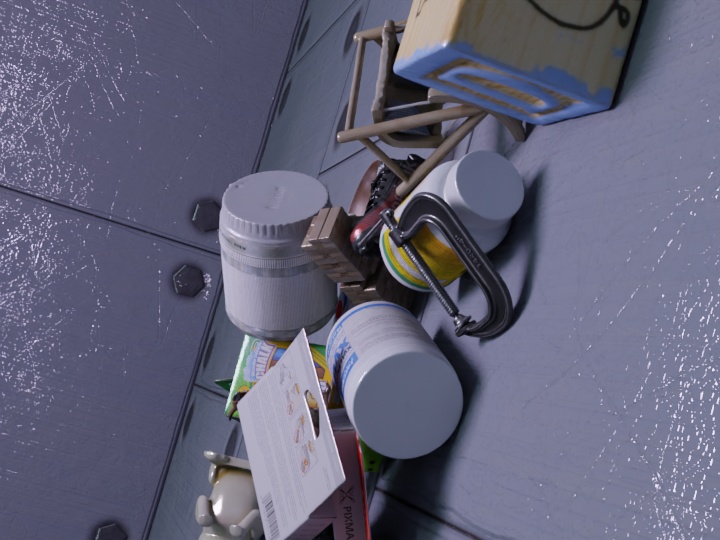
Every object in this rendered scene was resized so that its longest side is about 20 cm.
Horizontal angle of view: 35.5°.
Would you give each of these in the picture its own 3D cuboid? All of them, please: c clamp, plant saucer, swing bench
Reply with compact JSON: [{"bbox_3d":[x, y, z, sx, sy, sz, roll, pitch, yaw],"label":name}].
[{"bbox_3d":[0.088,-0.002,1.242,0.027,0.200,0.171,-28,-18,-33],"label":"c clamp"},{"bbox_3d":[0.013,-0.084,1.853,0.200,0.034,0.201,-163,90,-75],"label":"plant saucer"},{"bbox_3d":[0.094,-0.233,1.385,0.200,0.130,0.199,-24,43,34],"label":"swing bench"}]

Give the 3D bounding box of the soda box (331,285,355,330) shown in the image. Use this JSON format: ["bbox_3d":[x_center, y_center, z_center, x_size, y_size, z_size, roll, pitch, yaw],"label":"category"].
[{"bbox_3d":[0.009,0.033,1.650,0.064,0.068,0.201,139,146,-61],"label":"soda box"}]

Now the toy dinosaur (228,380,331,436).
[{"bbox_3d":[-0.083,0.230,1.463,0.086,0.135,0.201,-137,26,-87],"label":"toy dinosaur"}]

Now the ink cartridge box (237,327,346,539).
[{"bbox_3d":[-0.069,0.197,1.299,0.176,0.045,0.200,-48,46,38],"label":"ink cartridge box"}]

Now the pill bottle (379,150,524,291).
[{"bbox_3d":[0.106,-0.058,1.297,0.200,0.112,0.113,134,151,-60],"label":"pill bottle"}]

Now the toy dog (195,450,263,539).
[{"bbox_3d":[-0.226,0.427,1.944,0.194,0.139,0.201,109,175,-75],"label":"toy dog"}]

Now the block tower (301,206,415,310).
[{"bbox_3d":[0.000,0.000,1.479,0.054,0.200,0.058,-6,48,36],"label":"block tower"}]

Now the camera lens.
[{"bbox_3d":[-0.111,-0.016,1.549,0.160,0.159,0.201,-93,3,-56],"label":"camera lens"}]

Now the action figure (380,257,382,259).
[{"bbox_3d":[0.065,-0.029,1.526,0.052,0.065,0.200,65,168,-7],"label":"action figure"}]

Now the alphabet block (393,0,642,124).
[{"bbox_3d":[0.168,-0.282,1.172,0.196,0.195,0.201,-171,97,-74],"label":"alphabet block"}]

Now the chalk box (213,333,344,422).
[{"bbox_3d":[-0.108,0.169,1.606,0.125,0.199,0.124,46,-124,-64],"label":"chalk box"}]

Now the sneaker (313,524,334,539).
[{"bbox_3d":[-0.059,0.331,1.393,0.104,0.060,0.200,-71,-32,-45],"label":"sneaker"}]

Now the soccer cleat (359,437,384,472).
[{"bbox_3d":[0.007,0.182,1.497,0.200,0.067,0.081,-93,9,-57],"label":"soccer cleat"}]

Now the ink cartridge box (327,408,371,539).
[{"bbox_3d":[-0.014,0.278,1.293,0.174,0.043,0.201,-106,10,-81],"label":"ink cartridge box"}]

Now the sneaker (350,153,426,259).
[{"bbox_3d":[0.039,-0.090,1.458,0.200,0.098,0.071,-39,-7,-40],"label":"sneaker"}]

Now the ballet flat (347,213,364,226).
[{"bbox_3d":[-0.014,-0.054,1.607,0.075,0.068,0.200,-35,17,-23],"label":"ballet flat"}]

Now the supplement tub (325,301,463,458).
[{"bbox_3d":[0.035,0.122,1.313,0.200,0.132,0.132,-124,53,-74],"label":"supplement tub"}]
